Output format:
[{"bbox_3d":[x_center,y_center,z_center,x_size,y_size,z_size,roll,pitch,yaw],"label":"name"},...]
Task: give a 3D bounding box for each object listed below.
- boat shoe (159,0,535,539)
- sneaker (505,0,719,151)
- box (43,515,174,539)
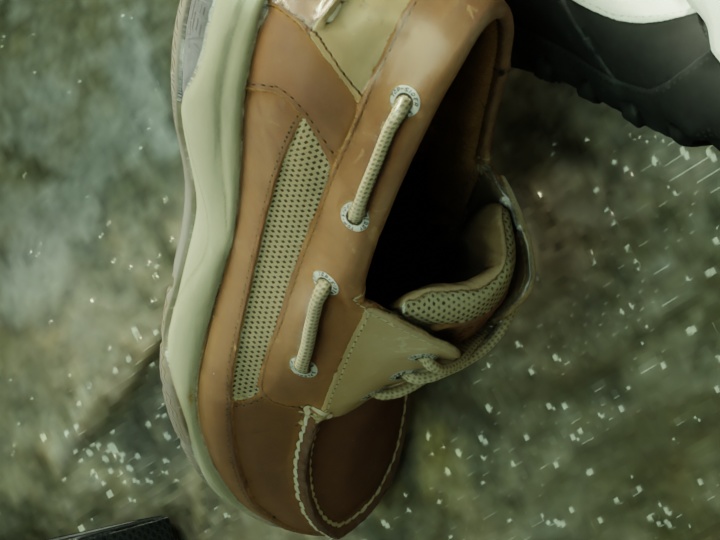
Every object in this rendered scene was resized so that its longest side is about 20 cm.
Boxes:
[{"bbox_3d":[0.000,0.000,0.686,0.072,0.076,0.201,26,145,21],"label":"boat shoe"},{"bbox_3d":[0.048,-0.055,0.701,0.112,0.073,0.200,-49,63,27],"label":"sneaker"},{"bbox_3d":[-0.127,0.164,0.826,0.199,0.051,0.159,-15,86,29],"label":"box"}]
